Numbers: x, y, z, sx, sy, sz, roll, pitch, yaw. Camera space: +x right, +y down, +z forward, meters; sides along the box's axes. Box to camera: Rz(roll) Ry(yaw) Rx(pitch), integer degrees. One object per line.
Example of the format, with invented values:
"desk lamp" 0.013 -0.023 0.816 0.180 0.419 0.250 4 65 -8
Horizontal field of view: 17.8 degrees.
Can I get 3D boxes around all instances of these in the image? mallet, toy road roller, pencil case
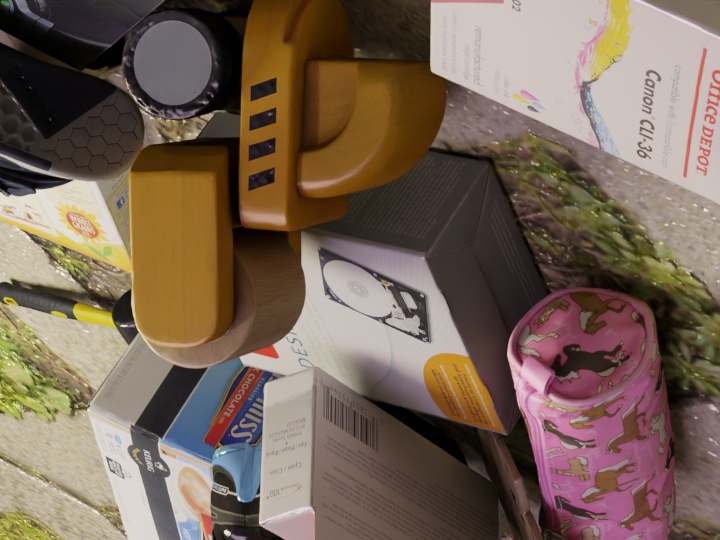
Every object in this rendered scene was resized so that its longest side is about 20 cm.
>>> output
"mallet" -0.190 0.037 1.654 0.200 0.041 0.066 6 143 50
"toy road roller" -0.036 -0.050 1.190 0.146 0.201 0.123 4 -173 19
"pencil case" 0.134 0.091 1.316 0.083 0.087 0.200 6 145 15

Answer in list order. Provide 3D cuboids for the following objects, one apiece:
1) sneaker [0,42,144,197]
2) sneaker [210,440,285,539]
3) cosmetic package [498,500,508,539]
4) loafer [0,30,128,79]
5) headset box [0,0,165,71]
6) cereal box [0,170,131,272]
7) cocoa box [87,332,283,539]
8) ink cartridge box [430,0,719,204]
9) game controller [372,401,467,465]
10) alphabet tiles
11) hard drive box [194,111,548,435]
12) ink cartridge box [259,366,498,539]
"sneaker" -0.225 -0.099 1.237 0.202 0.077 0.146 26 175 -17
"sneaker" -0.059 0.179 1.412 0.071 0.083 0.200 0 147 9
"cosmetic package" 0.010 0.227 1.545 0.073 0.200 0.103 40 151 -12
"loafer" -0.194 -0.176 1.287 0.068 0.076 0.200 4 149 42
"headset box" -0.168 -0.200 1.149 0.200 0.093 0.174 27 155 -19
"cereal box" -0.215 -0.092 1.466 0.144 0.040 0.200 22 149 28
"cocoa box" -0.081 0.118 1.547 0.131 0.134 0.200 23 150 19
"ink cartridge box" 0.132 -0.107 1.035 0.200 0.068 0.117 25 151 18
"game controller" 0.032 0.183 1.457 0.104 0.200 0.042 26 142 -32
"alphabet tiles" 0.096 0.148 1.422 0.200 0.006 0.167 72 177 -49
"hard drive box" 0.000 0.000 1.338 0.200 0.077 0.156 13 144 36
"ink cartridge box" 0.016 0.175 1.362 0.045 0.177 0.200 -20 144 30
